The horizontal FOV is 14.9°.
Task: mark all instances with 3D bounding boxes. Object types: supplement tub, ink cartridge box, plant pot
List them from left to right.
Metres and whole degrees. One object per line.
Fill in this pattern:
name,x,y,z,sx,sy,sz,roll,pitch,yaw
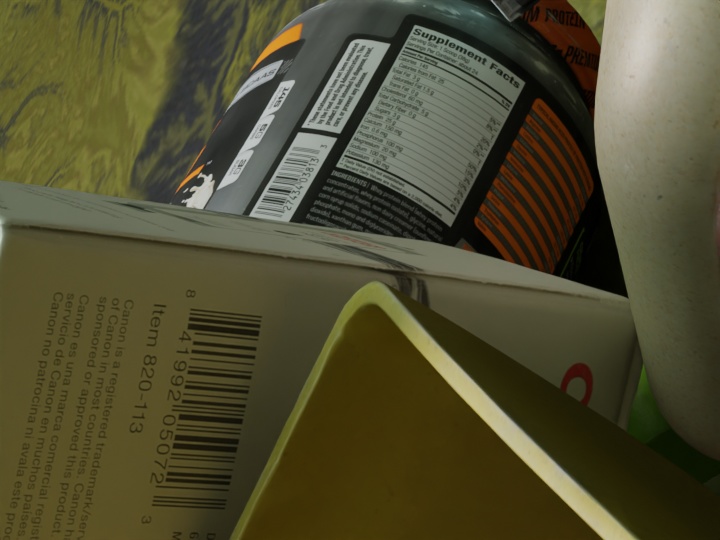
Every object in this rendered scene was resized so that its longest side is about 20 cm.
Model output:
ink cartridge box,-0.040,0.061,0.643,0.083,0.199,0.147,18,98,46
supplement tub,0.000,0.000,0.839,0.122,0.122,0.200,-38,18,50
plant pot,0.058,0.148,0.524,0.201,0.176,0.200,-64,23,8

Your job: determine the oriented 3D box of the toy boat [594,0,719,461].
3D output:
toy boat,0.126,-0.040,0.632,0.200,0.130,0.131,69,-155,-55

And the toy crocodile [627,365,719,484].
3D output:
toy crocodile,0.047,0.118,0.748,0.201,0.061,0.068,-69,22,8

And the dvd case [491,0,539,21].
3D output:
dvd case,0.105,-0.175,0.849,0.200,0.022,0.146,-37,30,14
